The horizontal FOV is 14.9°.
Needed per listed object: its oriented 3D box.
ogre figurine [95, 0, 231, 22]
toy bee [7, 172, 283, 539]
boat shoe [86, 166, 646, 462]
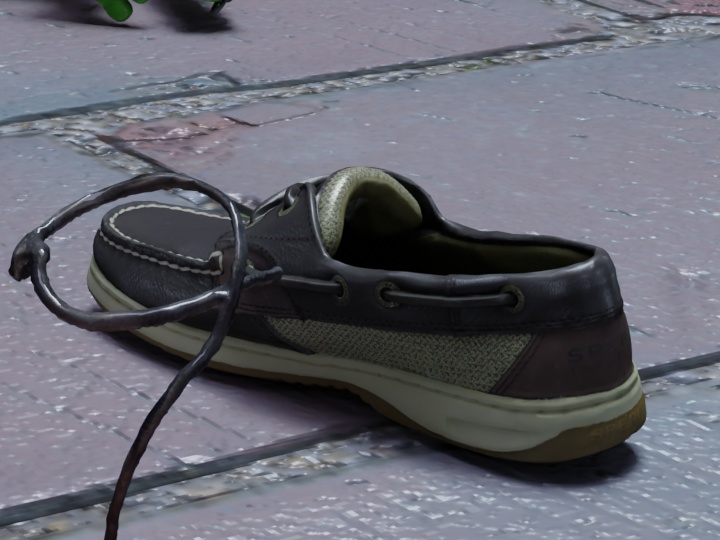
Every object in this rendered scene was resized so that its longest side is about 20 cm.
[{"bbox_3d":[-0.143,-0.174,1.267,0.198,0.099,0.120,-4,28,15],"label":"ogre figurine"},{"bbox_3d":[-0.048,0.095,0.504,0.130,0.109,0.200,22,50,26],"label":"toy bee"},{"bbox_3d":[0.000,0.000,0.814,0.199,0.065,0.073,15,23,34],"label":"boat shoe"}]
